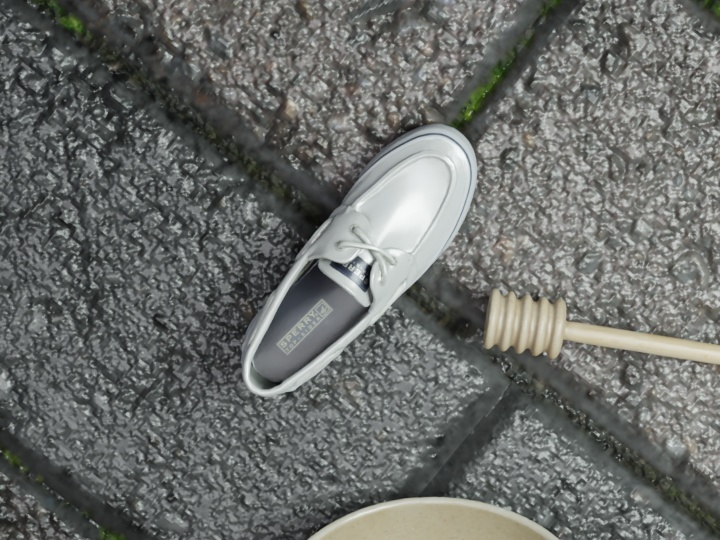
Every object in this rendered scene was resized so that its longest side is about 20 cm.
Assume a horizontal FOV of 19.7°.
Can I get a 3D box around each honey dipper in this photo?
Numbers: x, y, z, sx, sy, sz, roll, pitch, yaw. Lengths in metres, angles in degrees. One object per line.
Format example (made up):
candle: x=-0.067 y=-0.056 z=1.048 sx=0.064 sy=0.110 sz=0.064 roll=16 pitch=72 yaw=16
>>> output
honey dipper: x=0.175 y=0.043 z=1.263 sx=0.199 sy=0.038 sz=0.038 roll=8 pitch=103 yaw=0

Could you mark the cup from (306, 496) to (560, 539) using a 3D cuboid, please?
cup: x=0.045 y=0.258 z=1.256 sx=0.199 sy=0.201 sz=0.144 roll=1 pitch=129 yaw=4

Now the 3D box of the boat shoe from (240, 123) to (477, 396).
boat shoe: x=0.000 y=0.000 z=1.251 sx=0.073 sy=0.065 sz=0.200 roll=35 pitch=103 yaw=-3
